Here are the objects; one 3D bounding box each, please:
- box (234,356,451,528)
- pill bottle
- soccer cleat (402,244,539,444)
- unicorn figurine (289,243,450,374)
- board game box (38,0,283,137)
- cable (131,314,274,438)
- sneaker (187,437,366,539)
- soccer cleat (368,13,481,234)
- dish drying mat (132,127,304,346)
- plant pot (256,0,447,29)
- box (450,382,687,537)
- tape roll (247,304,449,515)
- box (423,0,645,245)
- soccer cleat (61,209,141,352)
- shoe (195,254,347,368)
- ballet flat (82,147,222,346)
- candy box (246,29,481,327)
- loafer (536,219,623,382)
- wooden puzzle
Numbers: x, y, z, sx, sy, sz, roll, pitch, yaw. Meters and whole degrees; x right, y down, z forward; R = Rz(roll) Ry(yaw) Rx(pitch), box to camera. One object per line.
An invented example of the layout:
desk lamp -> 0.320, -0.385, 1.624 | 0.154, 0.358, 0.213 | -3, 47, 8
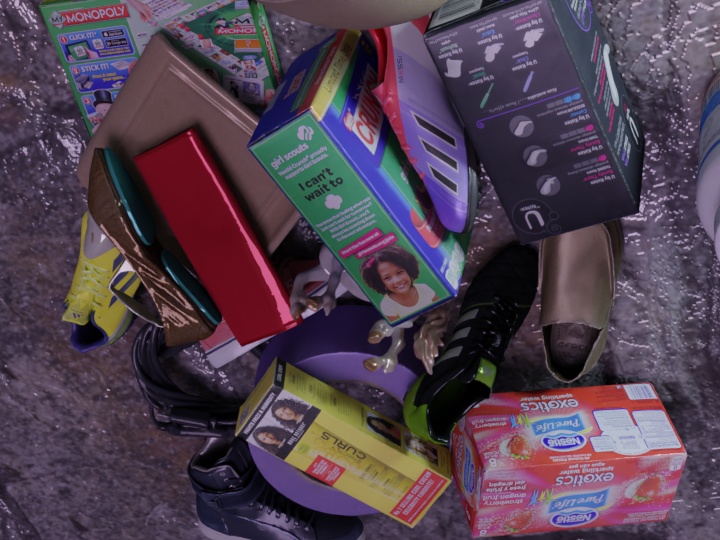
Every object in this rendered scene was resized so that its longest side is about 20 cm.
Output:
box -> -0.015, 0.163, 1.200 | 0.199, 0.050, 0.075 | 30, 115, -15
pill bottle -> 0.311, -0.075, 0.962 | 0.111, 0.201, 0.113 | 8, 128, 11
soccer cleat -> 0.111, 0.070, 1.158 | 0.067, 0.081, 0.201 | 32, 91, -23
unicorn figurine -> 0.000, 0.000, 1.150 | 0.200, 0.138, 0.074 | 44, 143, -14
board game box -> -0.173, -0.192, 1.135 | 0.198, 0.029, 0.136 | -3, 123, 19
cable -> -0.136, 0.103, 1.330 | 0.198, 0.051, 0.165 | 2, 117, 5
sneaker -> -0.096, 0.245, 1.398 | 0.200, 0.077, 0.147 | 6, 129, 14
soccer cleat -> 0.047, -0.125, 1.032 | 0.073, 0.068, 0.202 | -11, 87, -16
dish drying mat -> -0.127, -0.028, 1.144 | 0.076, 0.018, 0.201 | -19, 106, 33
plant pot -> 0.012, -0.260, 0.947 | 0.199, 0.202, 0.134 | -24, 148, 30
box -> 0.192, 0.178, 1.204 | 0.198, 0.100, 0.096 | -3, 128, -11
tape roll -> -0.010, 0.140, 1.265 | 0.198, 0.085, 0.202 | 1, 121, 2
box -> 0.144, -0.142, 1.013 | 0.105, 0.123, 0.201 | -16, 119, 26
soccer cleat -> -0.256, 0.015, 1.245 | 0.065, 0.084, 0.201 | 40, 149, 17
shoe -> -0.086, 0.009, 1.227 | 0.199, 0.071, 0.091 | -31, 94, 19
ballet flat -> -0.205, -0.012, 1.156 | 0.072, 0.068, 0.201 | -30, 108, 9
candy box -> 0.010, -0.083, 1.068 | 0.077, 0.170, 0.200 | -29, 113, 29
loafer -> 0.197, 0.019, 1.149 | 0.075, 0.068, 0.201 | 2, 125, 16
wooden puzzle -> -0.147, -0.089, 1.153 | 0.200, 0.037, 0.185 | 42, 127, 0
